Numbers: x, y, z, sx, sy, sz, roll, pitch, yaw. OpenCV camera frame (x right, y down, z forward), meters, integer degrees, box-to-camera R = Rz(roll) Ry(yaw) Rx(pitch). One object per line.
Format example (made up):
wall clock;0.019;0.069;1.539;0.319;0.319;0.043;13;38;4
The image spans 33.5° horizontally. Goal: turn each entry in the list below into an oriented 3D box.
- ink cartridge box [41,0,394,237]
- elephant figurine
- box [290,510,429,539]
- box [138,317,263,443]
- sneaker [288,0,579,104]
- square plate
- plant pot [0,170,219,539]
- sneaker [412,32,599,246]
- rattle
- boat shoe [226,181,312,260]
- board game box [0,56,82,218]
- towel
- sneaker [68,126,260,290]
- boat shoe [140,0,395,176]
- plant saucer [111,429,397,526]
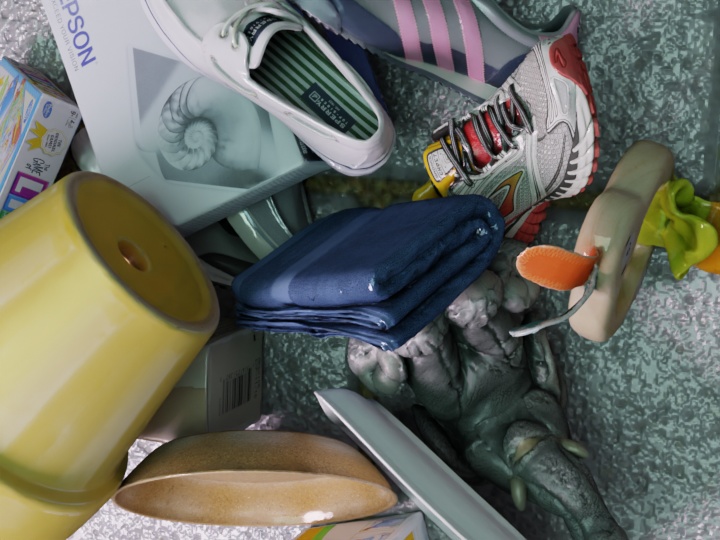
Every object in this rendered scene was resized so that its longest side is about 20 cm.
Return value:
ink cartridge box;-0.101;-0.141;0.809;0.198;0.041;0.202;-24;81;15
elephant figurine;0.085;0.089;0.774;0.140;0.156;0.201;-22;111;35
box;-0.020;0.251;0.808;0.100;0.200;0.114;-13;93;22
box;-0.180;0.073;0.905;0.197;0.095;0.079;6;100;22
sneaker;0.048;-0.166;0.763;0.197;0.070;0.083;20;108;-17
square plate;0.056;0.151;0.781;0.200;0.198;0.028;42;82;11
plant pot;-0.197;0.046;0.749;0.189;0.200;0.201;-41;82;16
sneaker;0.085;-0.066;0.725;0.081;0.201;0.079;-2;63;-15
rattle;0.181;0.007;0.692;0.142;0.200;0.131;37;108;13
boat shoe;-0.074;-0.094;0.849;0.071;0.070;0.203;-30;84;26
board game box;-0.278;-0.050;0.898;0.134;0.034;0.202;37;103;55
towel;0.000;0.000;0.743;0.049;0.111;0.199;59;155;-14
sneaker;-0.126;-0.057;0.876;0.200;0.074;0.080;42;105;11
boat shoe;-0.056;-0.141;0.744;0.199;0.067;0.074;36;80;4
plant saucer;-0.073;0.144;0.833;0.197;0.200;0.036;-10;67;22
